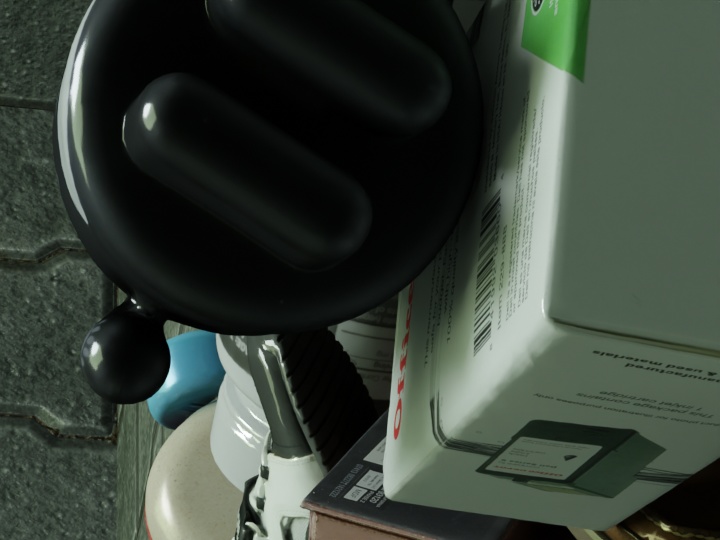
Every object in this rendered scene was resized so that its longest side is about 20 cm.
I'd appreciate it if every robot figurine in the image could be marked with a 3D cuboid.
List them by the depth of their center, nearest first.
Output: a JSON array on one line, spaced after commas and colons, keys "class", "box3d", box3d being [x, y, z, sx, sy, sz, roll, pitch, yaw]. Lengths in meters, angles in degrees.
[{"class": "robot figurine", "box3d": [-0.030, -0.041, 0.660, 0.200, 0.149, 0.126, 169, 82, -80]}]

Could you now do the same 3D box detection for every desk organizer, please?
[{"class": "desk organizer", "box3d": [0.045, 0.089, 0.834, 0.200, 0.071, 0.078, -42, -39, -61]}]

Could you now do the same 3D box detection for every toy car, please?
[{"class": "toy car", "box3d": [-0.025, 0.147, 1.187, 0.200, 0.175, 0.186, 89, 168, -62]}]

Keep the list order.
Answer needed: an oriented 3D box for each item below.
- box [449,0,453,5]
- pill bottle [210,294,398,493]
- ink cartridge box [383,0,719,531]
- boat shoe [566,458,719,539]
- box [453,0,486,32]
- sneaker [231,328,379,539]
[{"class": "box", "box3d": [0.007, -0.163, 0.800, 0.201, 0.036, 0.144, -100, 17, -52]}, {"class": "pill bottle", "box3d": [0.000, 0.000, 0.940, 0.114, 0.113, 0.201, -105, 26, -59]}, {"class": "ink cartridge box", "box3d": [0.071, -0.016, 0.648, 0.200, 0.083, 0.147, 123, 155, -69]}, {"class": "boat shoe", "box3d": [0.102, 0.038, 0.781, 0.200, 0.071, 0.068, -105, 21, -59]}, {"class": "box", "box3d": [0.085, -0.157, 0.813, 0.201, 0.123, 0.098, 111, 161, -53]}, {"class": "sneaker", "box3d": [-0.025, 0.112, 0.875, 0.074, 0.088, 0.201, -51, -54, -66]}]
